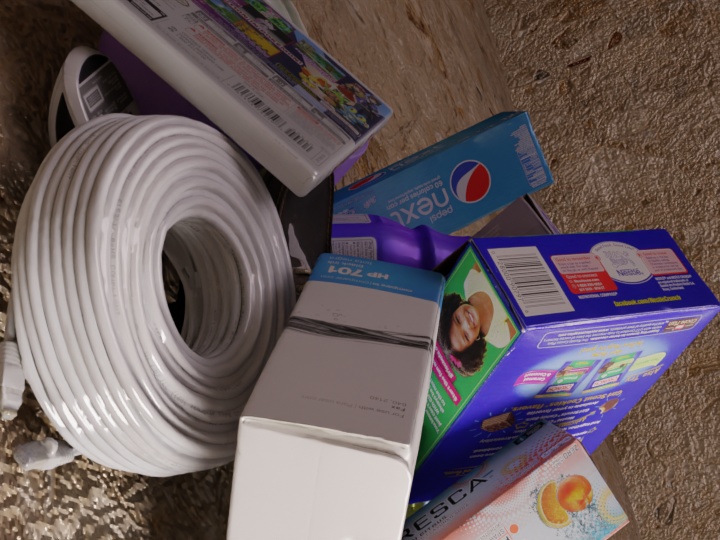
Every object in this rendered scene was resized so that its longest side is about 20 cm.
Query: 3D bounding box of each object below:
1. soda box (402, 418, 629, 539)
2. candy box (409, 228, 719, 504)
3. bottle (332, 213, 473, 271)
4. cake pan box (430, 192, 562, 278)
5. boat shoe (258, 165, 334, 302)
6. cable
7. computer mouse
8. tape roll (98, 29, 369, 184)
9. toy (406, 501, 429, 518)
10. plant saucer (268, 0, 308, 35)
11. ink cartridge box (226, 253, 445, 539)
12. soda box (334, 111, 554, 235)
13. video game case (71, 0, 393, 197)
[{"bbox_3d":[0.059,0.177,0.646,0.064,0.199,0.068,56,-6,-7],"label":"soda box"},{"bbox_3d":[0.112,0.067,0.712,0.167,0.201,0.077,-3,50,-31],"label":"candy box"},{"bbox_3d":[0.000,0.000,0.797,0.065,0.197,0.084,-118,-152,-64],"label":"bottle"},{"bbox_3d":[0.099,0.053,0.804,0.200,0.184,0.052,40,13,-49],"label":"cake pan box"},{"bbox_3d":[-0.041,0.019,0.706,0.074,0.073,0.202,-7,113,-44],"label":"boat shoe"},{"bbox_3d":[-0.106,0.010,0.588,0.199,0.069,0.203,20,64,-60],"label":"cable"},{"bbox_3d":[-0.146,-0.040,0.664,0.110,0.043,0.202,-66,140,-60],"label":"computer mouse"},{"bbox_3d":[-0.088,-0.134,0.776,0.199,0.066,0.201,34,27,-20],"label":"tape roll"},{"bbox_3d":[0.026,0.157,0.802,0.200,0.047,0.116,48,26,-53],"label":"toy"},{"bbox_3d":[-0.065,-0.189,0.979,0.200,0.050,0.202,-24,90,-90],"label":"plant saucer"},{"bbox_3d":[-0.010,0.098,0.581,0.200,0.085,0.148,-66,166,-66],"label":"ink cartridge box"},{"bbox_3d":[0.050,-0.060,0.866,0.068,0.198,0.065,-136,-159,-78],"label":"soda box"},{"bbox_3d":[-0.080,-0.142,0.690,0.200,0.023,0.182,40,26,0],"label":"video game case"}]
